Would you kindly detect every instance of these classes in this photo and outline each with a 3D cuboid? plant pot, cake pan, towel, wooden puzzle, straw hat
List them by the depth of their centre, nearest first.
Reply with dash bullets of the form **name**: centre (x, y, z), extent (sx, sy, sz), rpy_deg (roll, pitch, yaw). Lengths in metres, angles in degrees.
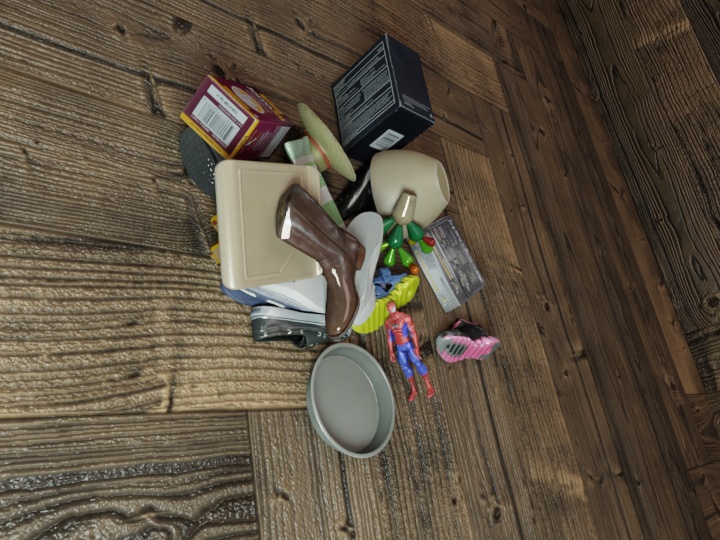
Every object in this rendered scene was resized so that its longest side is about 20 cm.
- **wooden puzzle**: centre (-0.140, -0.073, 0.938), extent (0.198, 0.037, 0.189), rpy_deg (-8, 96, -49)
- **cake pan**: centre (-0.020, 0.230, 1.061), extent (0.199, 0.037, 0.203), rpy_deg (26, 51, -36)
- **towel**: centre (-0.076, -0.140, 1.077), extent (0.153, 0.023, 0.203), rpy_deg (-69, 139, -73)
- **straw hat**: centre (-0.100, -0.231, 1.199), extent (0.085, 0.201, 0.202), rpy_deg (-37, 99, -6)
- **plant pot**: centre (0.121, -0.179, 1.323), extent (0.200, 0.132, 0.203), rpy_deg (42, 42, -54)

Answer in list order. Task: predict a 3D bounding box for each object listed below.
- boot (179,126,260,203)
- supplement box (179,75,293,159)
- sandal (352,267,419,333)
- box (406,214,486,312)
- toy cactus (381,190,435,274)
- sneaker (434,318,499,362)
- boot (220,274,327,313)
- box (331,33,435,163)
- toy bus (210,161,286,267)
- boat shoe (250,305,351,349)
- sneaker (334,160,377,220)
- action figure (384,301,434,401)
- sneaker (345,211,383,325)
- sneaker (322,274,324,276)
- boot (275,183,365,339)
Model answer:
- **boot**: centre (-0.227, -0.176, 1.066), extent (0.202, 0.069, 0.132), rpy_deg (62, 36, -17)
- **supplement box**: centre (-0.207, -0.260, 1.041), extent (0.110, 0.086, 0.200), rpy_deg (43, 16, 1)
- **sandal**: centre (0.031, 0.055, 1.203), extent (0.086, 0.080, 0.199), rpy_deg (32, 41, 25)
- **box**: centre (0.210, -0.020, 1.442), extent (0.158, 0.048, 0.202), rpy_deg (-28, 89, -50)
- **toy cactus**: centre (0.077, -0.079, 1.230), extent (0.197, 0.167, 0.103), rpy_deg (9, 24, -18)
- **sneaker**: centre (0.227, 0.150, 1.358), extent (0.198, 0.079, 0.096), rpy_deg (10, 39, -44)
- **boot**: centre (-0.134, 0.033, 1.016), extent (0.199, 0.090, 0.074), rpy_deg (28, 47, -36)
- **box**: centre (0.048, -0.380, 1.363), extent (0.122, 0.199, 0.202), rpy_deg (11, 60, -41)
- **toy bus**: centre (-0.175, -0.093, 0.985), extent (0.079, 0.065, 0.200), rpy_deg (53, 48, -15)
- **boat shoe**: centre (-0.101, 0.106, 1.031), extent (0.198, 0.068, 0.058), rpy_deg (14, 66, -35)
- **sneaker**: centre (0.010, -0.154, 1.293), extent (0.088, 0.075, 0.201), rpy_deg (51, 40, -20)
- **action figure**: centre (0.089, 0.155, 1.170), extent (0.052, 0.065, 0.203), rpy_deg (-32, 106, -60)
- **sneaker**: centre (0.000, 0.000, 1.108), extent (0.116, 0.072, 0.203), rpy_deg (82, 20, -58)
- **sneaker**: centre (-0.098, -0.017, 1.092), extent (0.199, 0.075, 0.115), rpy_deg (34, 44, -32)
- **boot**: centre (-0.074, -0.014, 0.939), extent (0.200, 0.063, 0.189), rpy_deg (42, 48, -45)
